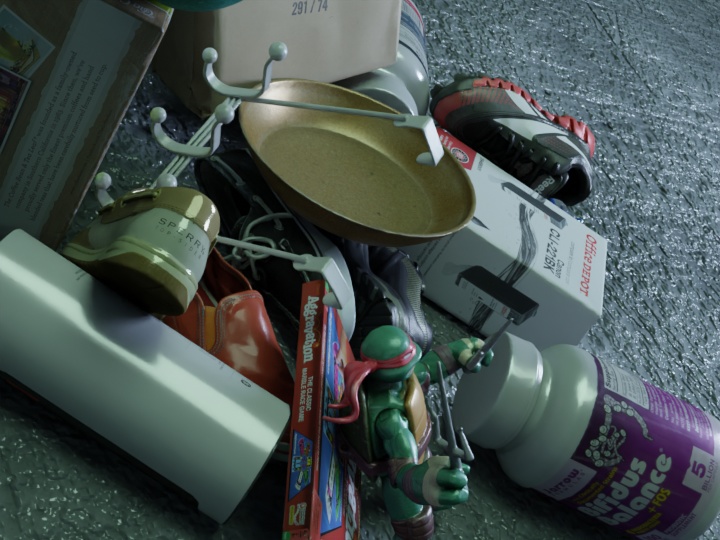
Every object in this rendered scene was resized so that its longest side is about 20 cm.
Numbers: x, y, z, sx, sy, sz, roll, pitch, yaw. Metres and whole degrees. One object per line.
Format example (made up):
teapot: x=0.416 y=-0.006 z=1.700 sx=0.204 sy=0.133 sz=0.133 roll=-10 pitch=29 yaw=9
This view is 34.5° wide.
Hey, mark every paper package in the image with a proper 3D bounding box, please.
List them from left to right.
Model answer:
paper package: x=-0.066 y=-0.247 z=0.940 sx=0.198 sy=0.193 sz=0.103 roll=-21 pitch=42 yaw=-33

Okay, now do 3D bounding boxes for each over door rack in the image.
over door rack: x=-0.063 y=-0.077 z=0.769 sx=0.198 sy=0.067 sz=0.148 roll=20 pitch=57 yaw=24

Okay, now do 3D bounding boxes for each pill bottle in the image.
pill bottle: x=0.007 y=-0.182 z=1.108 sx=0.118 sy=0.120 sz=0.201 roll=25 pitch=33 yaw=-17
pill bottle: x=0.172 y=0.124 z=0.874 sx=0.198 sy=0.113 sz=0.113 roll=26 pitch=33 yaw=-15

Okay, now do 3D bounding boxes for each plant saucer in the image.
plant saucer: x=-0.006 y=-0.078 z=0.895 sx=0.197 sy=0.036 sz=0.201 roll=19 pitch=33 yaw=-13

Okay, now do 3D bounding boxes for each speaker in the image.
speaker: x=-0.142 y=0.061 z=0.683 sx=0.199 sy=0.082 sz=0.081 roll=34 pitch=31 yaw=-4

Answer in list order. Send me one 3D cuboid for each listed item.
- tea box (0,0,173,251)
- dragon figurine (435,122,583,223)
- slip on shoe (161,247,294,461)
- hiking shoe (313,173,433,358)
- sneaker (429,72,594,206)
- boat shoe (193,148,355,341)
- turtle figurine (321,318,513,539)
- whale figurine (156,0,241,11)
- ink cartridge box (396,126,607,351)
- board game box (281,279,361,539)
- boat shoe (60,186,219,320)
tea box: x=-0.214 y=-0.155 z=0.781 sx=0.132 sy=0.201 sz=0.198 roll=25 pitch=34 yaw=-16
dragon figurine: x=0.151 y=-0.093 z=1.188 sx=0.199 sy=0.059 sz=0.100 roll=36 pitch=31 yaw=-4
slip on shoe: x=-0.087 y=0.044 z=0.778 sx=0.074 sy=0.061 sz=0.201 roll=-8 pitch=54 yaw=-51
hiking shoe: x=0.000 y=0.000 z=0.926 sx=0.100 sy=0.076 sz=0.202 roll=28 pitch=31 yaw=-45
sneaker: x=0.150 y=-0.118 z=1.097 sx=0.198 sy=0.071 sz=0.099 roll=20 pitch=48 yaw=-32
boat shoe: x=-0.070 y=-0.019 z=0.866 sx=0.067 sy=0.074 sz=0.201 roll=-3 pitch=51 yaw=-35
turtle figurine: x=0.035 y=0.096 z=0.705 sx=0.099 sy=0.202 sz=0.151 roll=8 pitch=40 yaw=15
whale figurine: x=-0.132 y=-0.216 z=0.681 sx=0.197 sy=0.105 sz=0.159 roll=15 pitch=31 yaw=11
ink cartridge box: x=0.118 y=-0.019 z=1.036 sx=0.199 sy=0.084 sz=0.145 roll=34 pitch=31 yaw=-5
board game box: x=-0.020 y=0.112 z=0.714 sx=0.019 sy=0.104 sz=0.202 roll=-9 pitch=42 yaw=9
boat shoe: x=-0.130 y=-0.014 z=0.709 sx=0.074 sy=0.067 sz=0.199 roll=38 pitch=-14 yaw=-22
